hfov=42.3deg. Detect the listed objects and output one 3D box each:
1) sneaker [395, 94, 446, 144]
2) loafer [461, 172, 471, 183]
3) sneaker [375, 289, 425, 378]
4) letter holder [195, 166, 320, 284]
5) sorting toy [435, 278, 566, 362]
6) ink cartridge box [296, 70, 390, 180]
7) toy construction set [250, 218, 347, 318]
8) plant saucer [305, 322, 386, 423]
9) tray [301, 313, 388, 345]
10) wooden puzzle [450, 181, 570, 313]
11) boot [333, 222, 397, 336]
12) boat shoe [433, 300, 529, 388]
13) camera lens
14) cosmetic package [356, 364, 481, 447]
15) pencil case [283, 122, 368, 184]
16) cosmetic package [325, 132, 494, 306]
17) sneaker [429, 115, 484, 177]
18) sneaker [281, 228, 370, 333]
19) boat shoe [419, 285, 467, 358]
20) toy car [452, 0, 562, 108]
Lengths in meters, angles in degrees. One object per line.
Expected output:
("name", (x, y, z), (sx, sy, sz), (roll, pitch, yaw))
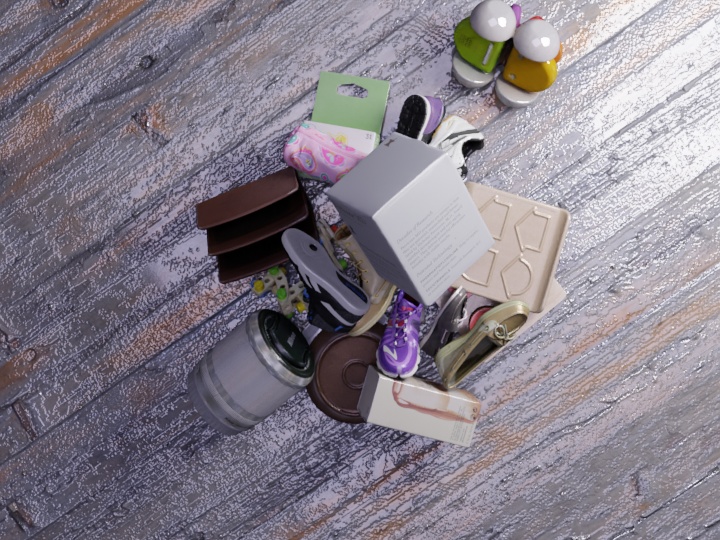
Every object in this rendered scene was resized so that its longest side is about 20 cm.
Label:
("sneaker", (0.100, -0.221, 1.700), (0.076, 0.087, 0.202), (43, 121, 31))
("loafer", (0.118, -0.116, 1.705), (0.198, 0.072, 0.063), (-27, 130, 5))
("sneaker", (0.073, 0.098, 1.658), (0.079, 0.084, 0.202), (6, 53, 6))
("letter holder", (-0.185, -0.079, 1.674), (0.197, 0.143, 0.101), (-21, 129, 5))
("sorting toy", (0.242, 0.032, 1.696), (0.199, 0.070, 0.200), (-39, 88, 4))
("ink cartridge box", (-0.033, -0.260, 1.712), (0.143, 0.048, 0.204), (12, 94, 14))
("toy construction set", (-0.101, 0.006, 1.714), (0.200, 0.092, 0.131), (-43, 56, -4))
("plant saucer", (-0.008, 0.189, 1.718), (0.196, 0.035, 0.204), (-1, 99, -4))
("tray", (-0.049, 0.127, 1.743), (0.107, 0.022, 0.200), (42, 94, 3))
("wooden puzzle", (0.250, -0.041, 1.639), (0.197, 0.046, 0.188), (17, 92, 8))
("boot", (0.000, 0.000, 1.656), (0.155, 0.073, 0.201), (41, 82, -32))
("boat shoe", (0.217, 0.129, 1.620), (0.200, 0.073, 0.064), (-36, 46, 18))
("camera lens", (-0.193, 0.180, 1.670), (0.199, 0.160, 0.161), (-39, 88, 19))
("cosmetic package", (0.104, 0.243, 1.670), (0.197, 0.103, 0.089), (15, 94, -13))
("pencil case", (-0.037, -0.190, 1.644), (0.198, 0.087, 0.089), (26, 93, 15))
("cosmetic package", (0.082, -0.087, 1.534), (0.166, 0.167, 0.201), (-41, 123, -11))
("sneaker", (0.144, -0.185, 1.654), (0.087, 0.076, 0.201), (32, 78, 24))
("sneaker", (-0.083, 0.031, 1.621), (0.200, 0.073, 0.112), (46, 129, 9))
("boat shoe", (0.161, 0.097, 1.655), (0.057, 0.201, 0.067), (36, 55, 9))
("toy car", (0.267, -0.405, 1.656), (0.198, 0.176, 0.151), (25, 58, 4))
